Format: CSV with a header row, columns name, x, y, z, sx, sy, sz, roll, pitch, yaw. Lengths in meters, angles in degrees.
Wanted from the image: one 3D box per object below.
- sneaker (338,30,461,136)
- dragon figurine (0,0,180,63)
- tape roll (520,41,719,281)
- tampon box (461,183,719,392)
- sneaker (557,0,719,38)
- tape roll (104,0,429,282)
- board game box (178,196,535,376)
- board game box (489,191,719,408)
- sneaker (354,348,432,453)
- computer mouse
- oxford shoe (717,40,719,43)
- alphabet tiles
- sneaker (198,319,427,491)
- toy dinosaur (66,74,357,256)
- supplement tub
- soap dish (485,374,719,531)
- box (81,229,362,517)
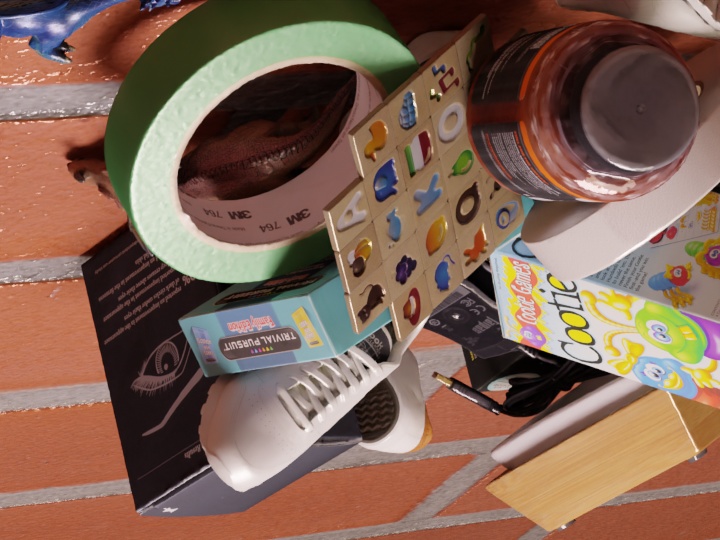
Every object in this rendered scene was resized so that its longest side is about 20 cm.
name,x,y,z,sx,sy,sz,roll,pitch,yaw
sneaker,0.039,-0.082,1.743,0.075,0.085,0.200,-8,160,-18
dragon figurine,-0.193,-0.151,1.424,0.199,0.059,0.099,-6,160,-23
tape roll,0.187,-0.072,1.661,0.203,0.037,0.203,-41,-170,9
tampon box,0.178,-0.002,2.002,0.149,0.127,0.200,-3,158,-29
sneaker,0.167,-0.182,1.571,0.080,0.077,0.199,-17,157,38
tape roll,-0.056,-0.083,1.600,0.199,0.048,0.201,-18,137,-18
board game box,0.000,0.000,1.732,0.200,0.047,0.151,-33,-167,-35
board game box,0.202,0.008,1.788,0.199,0.105,0.103,18,147,23
sneaker,-0.009,0.053,1.910,0.073,0.201,0.085,-34,152,17
computer mouse,0.082,0.040,1.919,0.199,0.046,0.140,25,143,-21
oxford shoe,0.293,-0.162,1.703,0.074,0.071,0.200,-40,-178,-16
alphabet tiles,0.050,-0.057,1.632,0.200,0.006,0.167,-43,138,-31
sneaker,-0.031,0.072,1.746,0.080,0.077,0.200,-20,-161,46
toy dinosaur,-0.086,-0.064,1.700,0.199,0.086,0.135,-26,160,37
supplement tub,0.134,-0.092,1.538,0.106,0.108,0.200,-10,-176,-11
soap dish,0.208,0.110,1.946,0.200,0.081,0.157,-34,177,42
box,-0.101,0.058,1.860,0.104,0.201,0.148,3,156,-42
